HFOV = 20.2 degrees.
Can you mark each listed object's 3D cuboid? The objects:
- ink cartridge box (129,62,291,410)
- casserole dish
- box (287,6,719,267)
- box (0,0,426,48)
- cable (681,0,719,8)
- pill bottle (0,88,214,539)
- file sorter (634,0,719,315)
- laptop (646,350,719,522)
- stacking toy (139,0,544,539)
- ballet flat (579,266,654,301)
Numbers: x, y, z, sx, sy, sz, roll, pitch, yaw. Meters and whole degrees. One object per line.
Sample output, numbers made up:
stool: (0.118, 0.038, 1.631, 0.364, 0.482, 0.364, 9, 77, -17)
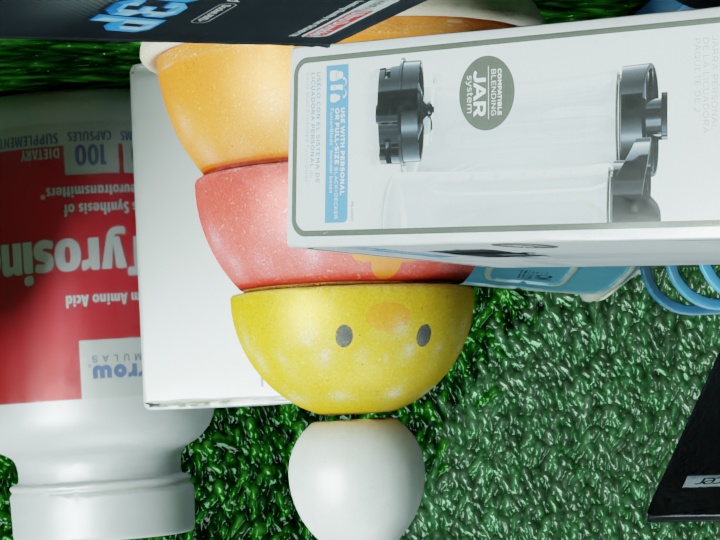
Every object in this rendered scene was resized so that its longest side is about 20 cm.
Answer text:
ink cartridge box: (-0.035, -0.014, 0.907, 0.083, 0.147, 0.200, -4, 177, 12)
casserole dish: (0.080, -0.018, 0.942, 0.120, 0.039, 0.200, 5, 174, 1)
box: (0.089, -0.034, 0.578, 0.199, 0.061, 0.116, -1, 176, 38)
box: (-0.037, -0.092, 0.452, 0.158, 0.046, 0.200, -2, 176, -27)
cable: (0.161, -0.090, 0.558, 0.162, 0.051, 0.200, -5, 177, 15)
pill bottle: (-0.125, 0.022, 0.939, 0.111, 0.202, 0.112, -4, 177, 0)
file sorter: (0.184, -0.050, 0.759, 0.138, 0.124, 0.200, -3, 177, -5)
laptop: (0.230, 0.064, 0.753, 0.176, 0.104, 0.200, -5, 159, 33)
stacking toy: (0.000, 0.000, 0.720, 0.145, 0.202, 0.146, -5, 177, 0)
ballet flat: (0.104, -0.024, 1.090, 0.199, 0.073, 0.068, 12, -152, 27)
